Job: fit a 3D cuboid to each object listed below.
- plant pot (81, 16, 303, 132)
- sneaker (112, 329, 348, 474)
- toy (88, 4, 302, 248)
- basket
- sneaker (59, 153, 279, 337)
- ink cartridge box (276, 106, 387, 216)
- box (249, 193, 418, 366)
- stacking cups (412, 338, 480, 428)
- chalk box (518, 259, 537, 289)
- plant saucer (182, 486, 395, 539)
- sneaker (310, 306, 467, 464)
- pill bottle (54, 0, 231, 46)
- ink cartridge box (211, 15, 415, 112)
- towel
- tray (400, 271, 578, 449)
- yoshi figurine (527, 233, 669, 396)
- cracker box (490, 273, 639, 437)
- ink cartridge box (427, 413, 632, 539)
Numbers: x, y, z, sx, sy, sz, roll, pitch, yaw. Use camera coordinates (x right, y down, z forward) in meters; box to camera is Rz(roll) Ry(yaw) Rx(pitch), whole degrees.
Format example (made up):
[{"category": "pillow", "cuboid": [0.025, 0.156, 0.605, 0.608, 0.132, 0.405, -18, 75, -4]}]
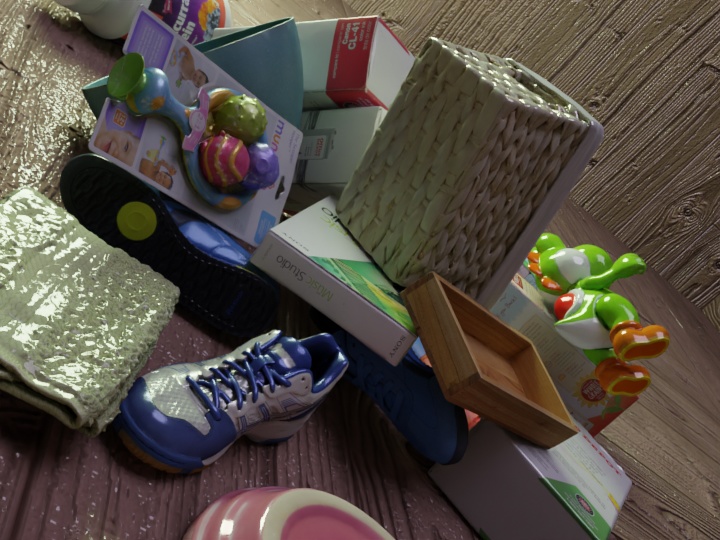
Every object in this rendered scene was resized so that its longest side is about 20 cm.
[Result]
[{"category": "plant pot", "cuboid": [-0.134, -0.135, 0.855, 0.200, 0.199, 0.135, -76, 149, -69]}, {"category": "sneaker", "cuboid": [-0.081, 0.074, 0.624, 0.075, 0.088, 0.200, 51, 21, 15]}, {"category": "toy", "cuboid": [-0.105, -0.101, 0.717, 0.047, 0.116, 0.200, 3, -19, 40]}, {"category": "basket", "cuboid": [0.087, -0.083, 0.811, 0.123, 0.201, 0.136, 8, 30, -41]}, {"category": "sneaker", "cuboid": [-0.149, -0.022, 0.739, 0.200, 0.066, 0.078, 38, 8, -20]}, {"category": "ink cartridge box", "cuboid": [-0.021, -0.104, 0.978, 0.199, 0.083, 0.146, 4, -11, 39]}, {"category": "box", "cuboid": [0.000, 0.000, 0.810, 0.144, 0.036, 0.200, 36, 19, 3]}, {"category": "stacking cups", "cuboid": [0.043, 0.079, 0.923, 0.200, 0.060, 0.060, 50, 19, 10]}, {"category": "chalk box", "cuboid": [0.198, 0.046, 1.216, 0.124, 0.124, 0.200, 53, 19, 24]}, {"category": "plant saucer", "cuboid": [-0.013, 0.203, 0.543, 0.200, 0.051, 0.201, 39, 18, -15]}, {"category": "sneaker", "cuboid": [0.018, 0.093, 0.809, 0.078, 0.066, 0.200, 2, 36, -34]}, {"category": "pill bottle", "cuboid": [-0.249, -0.306, 1.059, 0.112, 0.111, 0.200, 53, 21, 26]}, {"category": "ink cartridge box", "cuboid": [-0.045, -0.195, 0.987, 0.199, 0.086, 0.147, 6, -11, 27]}, {"category": "towel", "cuboid": [-0.189, 0.016, 0.569, 0.148, 0.037, 0.200, 33, 18, -7]}, {"category": "tray", "cuboid": [0.110, 0.080, 0.771, 0.200, 0.037, 0.099, 31, 30, -51]}, {"category": "yoshi figurine", "cuboid": [0.255, 0.032, 0.987, 0.112, 0.112, 0.200, 45, 13, -45]}, {"category": "cracker box", "cuboid": [0.189, 0.109, 1.038, 0.200, 0.134, 0.058, 41, 20, -9]}, {"category": "ink cartridge box", "cuboid": [0.167, 0.196, 0.882, 0.145, 0.084, 0.200, 48, 19, 13]}]
